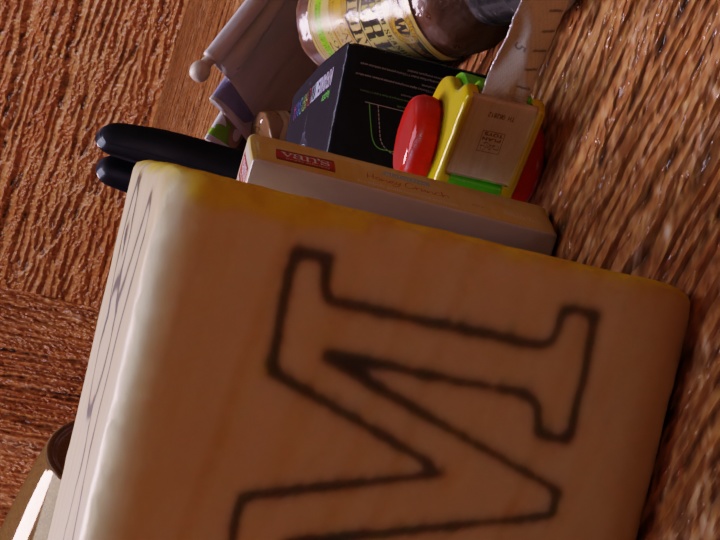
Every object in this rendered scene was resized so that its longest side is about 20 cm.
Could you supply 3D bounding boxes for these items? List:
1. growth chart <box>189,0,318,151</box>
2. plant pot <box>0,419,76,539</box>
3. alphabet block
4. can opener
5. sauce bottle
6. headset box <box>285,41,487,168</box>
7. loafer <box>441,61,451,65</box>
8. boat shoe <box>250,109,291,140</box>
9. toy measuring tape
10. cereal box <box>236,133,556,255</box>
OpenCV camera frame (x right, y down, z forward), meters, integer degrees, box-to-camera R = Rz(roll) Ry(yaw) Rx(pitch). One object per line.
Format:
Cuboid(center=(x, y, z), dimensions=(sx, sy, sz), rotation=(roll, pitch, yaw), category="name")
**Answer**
Cuboid(center=(-0.047, -0.112, 1.307), dimensions=(0.145, 0.018, 0.200), rotation=(-50, -32, -16), category="growth chart")
Cuboid(center=(-0.151, 0.193, 1.185), dimensions=(0.187, 0.184, 0.202), rotation=(-98, 16, -63), category="plant pot")
Cuboid(center=(-0.011, 0.076, 0.767), dimensions=(0.195, 0.194, 0.202), rotation=(-156, 80, -78), category="alphabet block")
Cuboid(center=(-0.065, -0.050, 1.213), dimensions=(0.079, 0.198, 0.064), rotation=(-75, -10, -50), category="can opener")
Cuboid(center=(0.037, -0.137, 1.016), dimensions=(0.199, 0.064, 0.065), rotation=(-4, 72, 61), category="sauce bottle")
Cuboid(center=(0.000, 0.000, 1.076), dimensions=(0.174, 0.092, 0.202), rotation=(160, 122, -78), category="headset box")
Cuboid(center=(0.020, -0.157, 1.221), dimensions=(0.201, 0.067, 0.071), rotation=(-131, 47, -82), category="loafer")
Cuboid(center=(-0.024, -0.008, 1.292), dimensions=(0.072, 0.071, 0.202), rotation=(-149, 50, -65), category="boat shoe")
Cuboid(center=(0.062, -0.087, 0.926), dimensions=(0.074, 0.073, 0.201), rotation=(-92, 18, -54), category="toy measuring tape")
Cuboid(center=(-0.008, 0.050, 0.920), dimensions=(0.040, 0.142, 0.202), rotation=(-101, 26, -66), category="cereal box")
